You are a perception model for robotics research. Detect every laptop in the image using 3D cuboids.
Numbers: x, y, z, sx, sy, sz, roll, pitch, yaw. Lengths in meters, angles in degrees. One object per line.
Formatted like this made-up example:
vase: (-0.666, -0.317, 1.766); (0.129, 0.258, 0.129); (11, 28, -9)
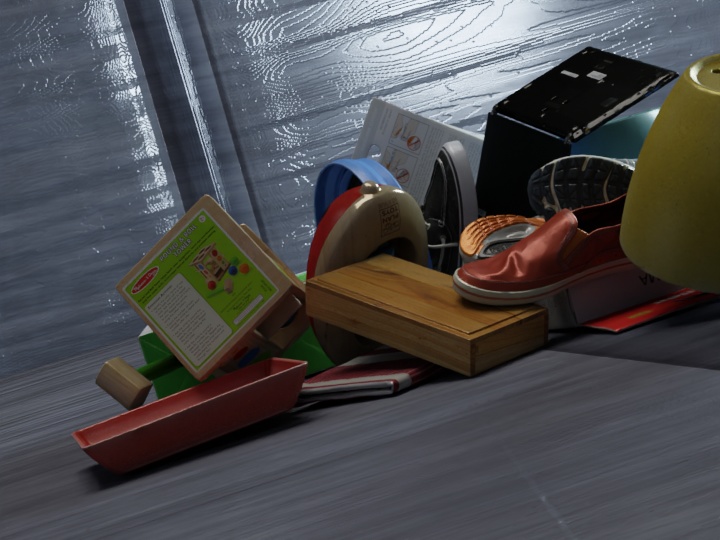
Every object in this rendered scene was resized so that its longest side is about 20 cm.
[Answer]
laptop: (0.205, -0.118, 1.792); (0.199, 0.104, 0.177); (-32, 25, -12)

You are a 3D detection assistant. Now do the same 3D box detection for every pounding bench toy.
pounding bench toy: (-0.155, 0.055, 1.756); (0.200, 0.124, 0.156); (-45, -16, 0)

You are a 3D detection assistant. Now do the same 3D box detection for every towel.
towel: (0.047, 0.081, 1.616); (0.143, 0.023, 0.199); (-11, 8, 46)

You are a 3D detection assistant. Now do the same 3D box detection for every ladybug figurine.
ladybug figurine: (0.000, 0.000, 1.709); (0.135, 0.202, 0.072); (-23, 41, -38)

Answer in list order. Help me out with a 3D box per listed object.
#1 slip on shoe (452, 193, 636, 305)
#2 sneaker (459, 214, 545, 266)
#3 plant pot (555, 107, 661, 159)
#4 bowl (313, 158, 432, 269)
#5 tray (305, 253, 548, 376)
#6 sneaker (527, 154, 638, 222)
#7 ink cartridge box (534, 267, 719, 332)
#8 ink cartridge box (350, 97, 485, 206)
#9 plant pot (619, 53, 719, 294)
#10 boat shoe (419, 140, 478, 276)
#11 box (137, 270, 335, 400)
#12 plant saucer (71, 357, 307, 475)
slip on shoe: (0.169, -0.021, 1.548); (0.198, 0.062, 0.074); (-17, 26, -10)
sneaker: (0.181, -0.009, 1.685); (0.198, 0.093, 0.076); (-8, 40, -15)
plant pot: (0.270, -0.073, 1.865); (0.199, 0.162, 0.201); (-17, 3, 1)
bowl: (0.015, -0.019, 1.870); (0.039, 0.202, 0.200); (-19, 4, -22)
tray: (0.055, 0.034, 1.566); (0.098, 0.037, 0.199); (-19, 26, -40)
sneaker: (0.250, -0.066, 1.653); (0.198, 0.078, 0.086); (3, 8, 3)
ink cartridge box: (0.269, 0.004, 1.578); (0.198, 0.045, 0.176); (-18, 2, -14)
ink cartridge box: (0.081, -0.077, 1.948); (0.199, 0.161, 0.047); (23, 12, 17)
plant pot: (0.303, -0.089, 1.435); (0.198, 0.143, 0.200); (-4, 26, 2)
boat shoe: (0.077, -0.034, 1.866); (0.067, 0.201, 0.074); (-6, 31, -14)
box: (-0.121, 0.076, 1.929); (0.198, 0.098, 0.176); (-18, 5, 1)
plant saucer: (-0.147, 0.127, 1.576); (0.198, 0.037, 0.200); (-20, 3, -12)
